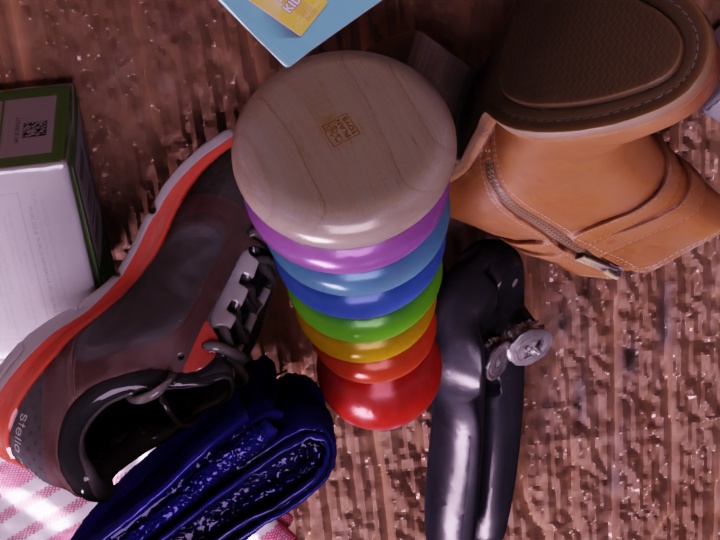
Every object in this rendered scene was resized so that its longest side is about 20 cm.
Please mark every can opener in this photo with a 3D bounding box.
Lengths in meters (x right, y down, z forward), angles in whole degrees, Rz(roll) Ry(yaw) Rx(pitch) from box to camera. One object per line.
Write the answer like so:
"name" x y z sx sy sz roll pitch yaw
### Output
"can opener" 0.051 0.063 1.191 0.063 0.079 0.201 -35 139 -25

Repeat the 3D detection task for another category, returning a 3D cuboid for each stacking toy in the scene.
"stacking toy" 0.000 0.000 1.049 0.085 0.086 0.200 -6 149 1

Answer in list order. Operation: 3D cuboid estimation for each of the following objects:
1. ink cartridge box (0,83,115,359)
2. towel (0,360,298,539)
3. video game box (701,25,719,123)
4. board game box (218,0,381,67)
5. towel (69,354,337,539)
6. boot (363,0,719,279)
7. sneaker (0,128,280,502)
"ink cartridge box" -0.210 -0.012 1.100 0.199 0.059 0.104 -7 131 2
"towel" -0.143 0.104 1.223 0.146 0.030 0.200 -32 125 20
"video game box" 0.268 -0.098 1.069 0.182 0.047 0.200 27 124 -27
"board game box" 0.015 -0.181 0.880 0.151 0.201 0.047 -33 124 22
"towel" -0.077 0.096 1.104 0.147 0.200 0.050 -37 93 0
"boot" 0.103 -0.051 1.047 0.154 0.074 0.199 32 159 -35
"sneaker" -0.062 0.021 1.078 0.200 0.082 0.077 -48 140 -8
